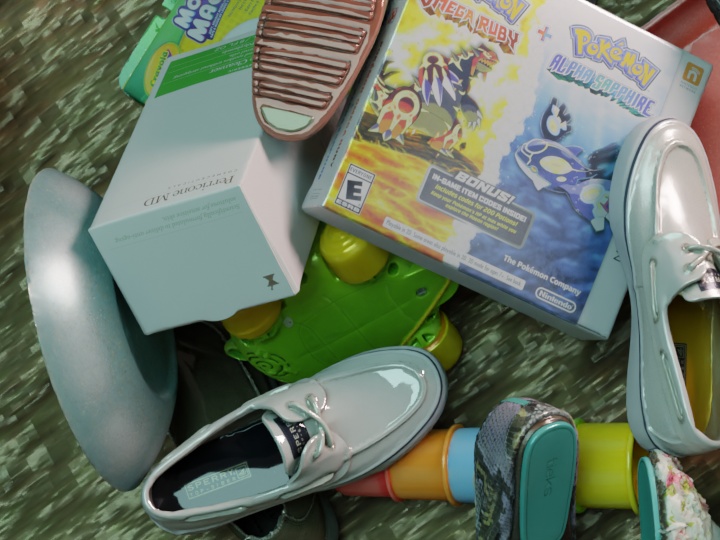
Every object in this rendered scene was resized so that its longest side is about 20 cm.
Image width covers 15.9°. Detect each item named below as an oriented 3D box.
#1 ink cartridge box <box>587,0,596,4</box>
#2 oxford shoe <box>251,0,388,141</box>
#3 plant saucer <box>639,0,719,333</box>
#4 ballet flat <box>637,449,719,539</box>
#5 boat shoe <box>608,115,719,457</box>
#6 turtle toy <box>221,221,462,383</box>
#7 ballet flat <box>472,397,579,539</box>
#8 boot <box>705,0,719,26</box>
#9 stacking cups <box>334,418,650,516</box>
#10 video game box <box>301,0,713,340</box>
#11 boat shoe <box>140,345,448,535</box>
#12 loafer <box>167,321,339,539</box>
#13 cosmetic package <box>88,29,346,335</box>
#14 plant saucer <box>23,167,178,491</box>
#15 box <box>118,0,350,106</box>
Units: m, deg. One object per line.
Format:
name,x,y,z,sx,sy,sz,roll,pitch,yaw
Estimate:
ink cartridge box,0.105,-0.242,1.588,0.067,0.200,0.118,20,82,24
oxford shoe,-0.010,-0.162,1.526,0.070,0.074,0.201,17,76,13
plant saucer,0.251,-0.087,1.579,0.200,0.037,0.200,-36,66,7
ballet flat,0.193,0.204,1.496,0.064,0.076,0.201,-1,90,-5
boat shoe,0.191,0.008,1.501,0.070,0.071,0.201,-9,79,61
turtle toy,0.000,0.000,1.604,0.199,0.146,0.101,-28,46,10
ballet flat,0.093,0.164,1.526,0.072,0.072,0.201,11,114,23
boot,0.253,-0.218,1.562,0.131,0.070,0.201,-30,70,6
stacking cups,0.077,0.115,1.573,0.199,0.060,0.061,1,75,21
video game box,0.090,-0.079,1.531,0.199,0.047,0.183,24,80,-16
boat shoe,-0.041,0.100,1.548,0.199,0.066,0.072,-20,83,2
loafer,-0.082,0.101,1.631,0.075,0.070,0.200,-39,66,6
cosmetic package,-0.080,-0.059,1.562,0.107,0.085,0.200,-16,29,20
plant saucer,-0.146,0.031,1.553,0.038,0.201,0.202,-14,70,11
box,-0.066,-0.129,1.706,0.200,0.048,0.118,30,87,27
